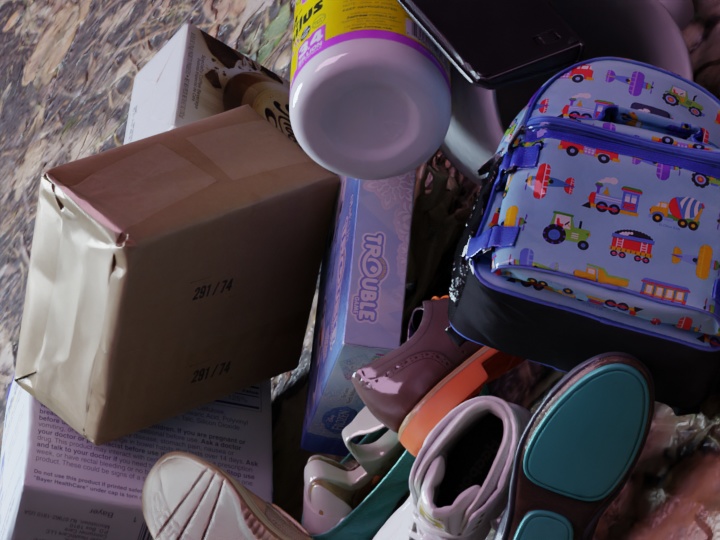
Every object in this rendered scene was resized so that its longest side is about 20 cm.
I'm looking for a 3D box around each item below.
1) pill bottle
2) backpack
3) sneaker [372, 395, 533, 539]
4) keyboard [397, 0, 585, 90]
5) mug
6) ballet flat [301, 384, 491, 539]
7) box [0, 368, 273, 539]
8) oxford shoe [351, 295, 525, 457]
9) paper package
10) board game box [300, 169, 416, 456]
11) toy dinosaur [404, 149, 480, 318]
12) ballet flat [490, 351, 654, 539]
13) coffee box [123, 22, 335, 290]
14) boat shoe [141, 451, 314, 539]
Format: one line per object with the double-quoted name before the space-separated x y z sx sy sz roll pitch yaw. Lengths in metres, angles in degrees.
"pill bottle" 0.007 -0.157 1.690 0.104 0.104 0.201 -41 28 29
"backpack" 0.159 -0.040 1.538 0.135 0.181 0.201 100 -171 -62
"sneaker" 0.039 0.163 1.598 0.201 0.073 0.116 -60 -16 -2
"keyboard" 0.082 -0.184 1.626 0.126 0.021 0.200 -21 45 -15
"mug" 0.139 -0.133 1.735 0.200 0.148 0.175 -37 12 -16
"ballet flat" 0.004 0.133 1.745 0.200 0.070 0.068 -48 29 20
"box" -0.164 0.135 1.883 0.201 0.183 0.105 -93 19 -49
"oxford shoe" 0.076 0.032 1.654 0.200 0.072 0.071 -40 -15 -35
"paper package" -0.131 0.003 1.811 0.103 0.199 0.192 38 132 31
"board game box" 0.000 0.000 1.790 0.199 0.043 0.201 113 165 -64
"toy dinosaur" 0.052 -0.029 1.868 0.200 0.058 0.102 -95 29 -59
"ballet flat" 0.118 0.127 1.535 0.073 0.073 0.201 -121 47 -60
"coffee box" -0.075 -0.083 1.956 0.080 0.199 0.114 -39 33 38
"boat shoe" -0.070 0.192 1.734 0.200 0.064 0.072 37 97 35
